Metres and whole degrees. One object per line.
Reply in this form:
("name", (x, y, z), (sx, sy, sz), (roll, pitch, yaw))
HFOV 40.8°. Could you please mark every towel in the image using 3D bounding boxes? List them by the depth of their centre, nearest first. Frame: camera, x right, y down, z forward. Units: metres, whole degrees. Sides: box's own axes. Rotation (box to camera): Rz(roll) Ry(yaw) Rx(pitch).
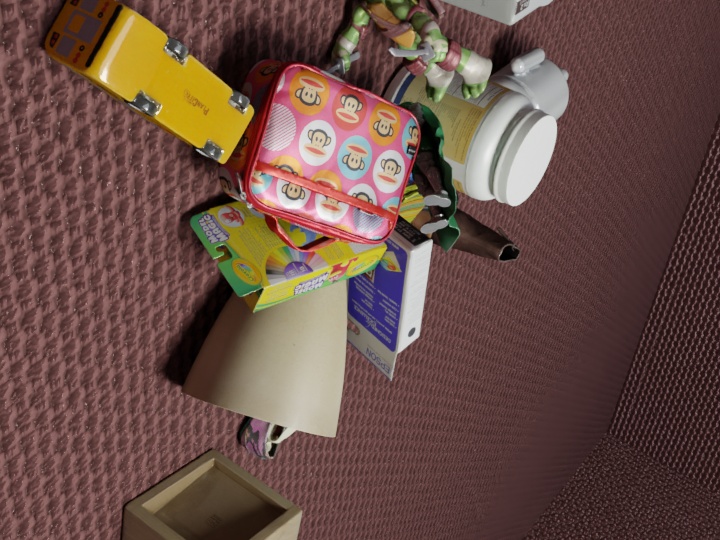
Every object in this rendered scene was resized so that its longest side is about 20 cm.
("towel", (0.033, -0.047, 1.238), (0.086, 0.018, 0.200), (-18, 158, -40))

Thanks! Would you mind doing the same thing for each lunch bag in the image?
("lunch bag", (-0.044, -0.107, 0.991), (0.199, 0.082, 0.177), (17, 91, -37))

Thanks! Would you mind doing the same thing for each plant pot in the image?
("plant pot", (-0.091, 0.071, 1.133), (0.187, 0.187, 0.201), (29, 75, -64))

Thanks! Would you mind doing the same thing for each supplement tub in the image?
("supplement tub", (0.136, -0.177, 1.248), (0.144, 0.200, 0.145), (-42, 148, -34))

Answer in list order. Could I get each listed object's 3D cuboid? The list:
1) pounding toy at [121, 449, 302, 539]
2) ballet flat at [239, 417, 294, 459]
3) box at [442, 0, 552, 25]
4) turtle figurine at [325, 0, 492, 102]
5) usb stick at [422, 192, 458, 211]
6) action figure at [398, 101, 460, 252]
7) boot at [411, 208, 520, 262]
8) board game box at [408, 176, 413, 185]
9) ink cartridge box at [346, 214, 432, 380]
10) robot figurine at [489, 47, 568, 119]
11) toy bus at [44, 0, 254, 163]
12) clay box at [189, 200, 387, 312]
("pounding toy", (-0.166, 0.348, 1.223), (0.200, 0.184, 0.143), (-28, 138, -49))
("ballet flat", (-0.091, 0.165, 1.311), (0.201, 0.071, 0.069), (-62, 153, -1))
("box", (0.193, -0.438, 1.180), (0.199, 0.130, 0.201), (-40, 146, -39))
("turtle figurine", (0.040, -0.231, 1.067), (0.194, 0.201, 0.144), (26, 136, -37))
("usb stick", (0.066, -0.094, 1.280), (0.200, 0.055, 0.033), (-8, 101, -57))
("action figure", (0.070, -0.130, 1.105), (0.054, 0.200, 0.118), (-3, 134, -8))
("boot", (0.159, -0.050, 1.442), (0.073, 0.166, 0.200), (-66, 161, 8))
("board game box", (0.001, -0.053, 1.300), (0.103, 0.019, 0.200), (4, 118, -60))
("ink cartridge box", (0.000, 0.000, 1.177), (0.043, 0.198, 0.201), (-21, 135, -34))
("robot figurine", (0.237, -0.252, 1.458), (0.200, 0.113, 0.170), (-38, 144, -40))
("toy bus", (-0.174, -0.161, 0.839), (0.065, 0.078, 0.200), (-62, 154, -2))
("clay box", (-0.082, -0.030, 1.054), (0.199, 0.115, 0.048), (-19, 152, -36))
